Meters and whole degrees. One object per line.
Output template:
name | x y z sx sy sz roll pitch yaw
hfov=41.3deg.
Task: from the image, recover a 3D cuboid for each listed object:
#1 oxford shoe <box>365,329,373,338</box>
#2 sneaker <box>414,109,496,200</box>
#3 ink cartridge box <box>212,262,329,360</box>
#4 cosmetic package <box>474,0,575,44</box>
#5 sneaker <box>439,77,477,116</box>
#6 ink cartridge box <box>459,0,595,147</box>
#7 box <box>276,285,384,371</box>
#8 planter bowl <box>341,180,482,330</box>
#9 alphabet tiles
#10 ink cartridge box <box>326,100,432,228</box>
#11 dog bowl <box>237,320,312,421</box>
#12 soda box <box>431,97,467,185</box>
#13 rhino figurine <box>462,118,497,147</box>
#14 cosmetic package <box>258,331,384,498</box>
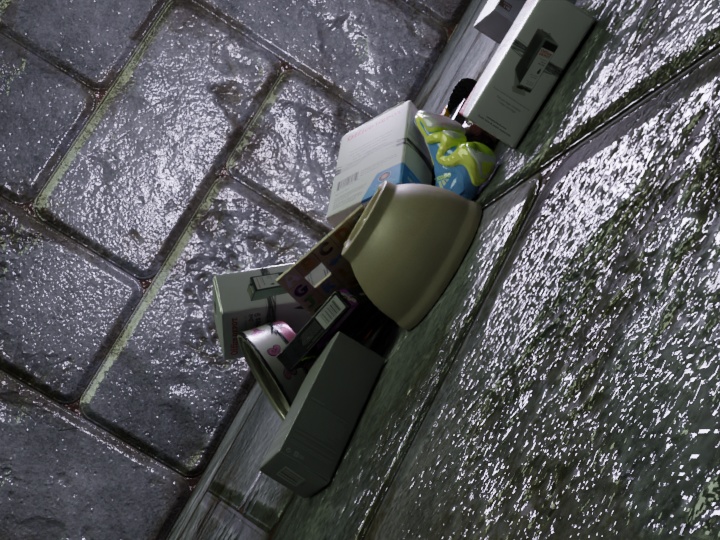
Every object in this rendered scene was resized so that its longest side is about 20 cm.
oxford shoe | -0.008 0.071 1.611 0.072 0.072 0.200 -61 6 -22
sneaker | 0.123 -0.165 1.426 0.200 0.075 0.106 53 127 54
ink cartridge box | -0.143 0.066 1.602 0.147 0.198 0.085 97 159 -53
cosmetic package | 0.259 -0.412 1.536 0.091 0.106 0.200 -58 8 2
sneaker | 0.181 -0.287 1.896 0.201 0.070 0.090 -57 -9 16
ink cartridge box | 0.228 -0.284 1.342 0.201 0.082 0.147 -59 5 10
box | -0.025 0.079 1.434 0.143 0.036 0.199 -48 -15 23
planter bowl | 0.057 -0.038 1.313 0.201 0.134 0.200 -59 6 10
alphabet tiles | -0.011 -0.010 1.426 0.200 0.167 0.008 -41 50 1
ink cartridge box | 0.036 -0.152 1.507 0.145 0.084 0.201 -24 38 31
dog bowl | -0.115 0.168 1.522 0.073 0.201 0.200 -31 -2 -16
soda box | 0.145 -0.177 1.563 0.201 0.070 0.063 -61 7 -16
rhino figurine | 0.183 -0.215 1.495 0.201 0.059 0.087 -61 10 -4
cosmetic package | -0.052 0.197 1.313 0.201 0.090 0.107 -60 5 -31
